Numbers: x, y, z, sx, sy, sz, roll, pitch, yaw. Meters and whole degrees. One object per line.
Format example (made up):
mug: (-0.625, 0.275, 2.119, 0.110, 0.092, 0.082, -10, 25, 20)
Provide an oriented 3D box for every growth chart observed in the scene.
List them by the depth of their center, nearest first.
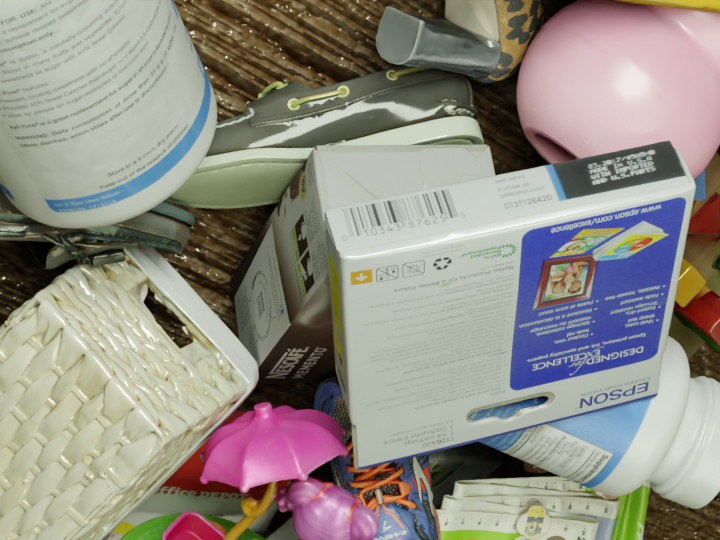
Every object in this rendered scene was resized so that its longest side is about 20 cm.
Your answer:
growth chart: (0.117, 0.208, 1.312, 0.199, 0.018, 0.145, -5, 109, -14)

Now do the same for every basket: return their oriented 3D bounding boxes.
basket: (-0.185, 0.094, 1.131, 0.200, 0.136, 0.123, -44, 176, 25)

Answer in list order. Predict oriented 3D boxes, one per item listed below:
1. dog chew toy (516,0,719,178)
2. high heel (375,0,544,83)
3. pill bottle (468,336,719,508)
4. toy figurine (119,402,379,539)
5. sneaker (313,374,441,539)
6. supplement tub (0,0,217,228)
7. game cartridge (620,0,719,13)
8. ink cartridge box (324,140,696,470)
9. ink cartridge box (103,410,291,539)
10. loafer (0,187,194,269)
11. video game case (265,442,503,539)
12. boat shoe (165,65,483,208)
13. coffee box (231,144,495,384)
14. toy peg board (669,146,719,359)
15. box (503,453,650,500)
dog chew toy: (0.182, -0.136, 1.045, 0.200, 0.124, 0.125, -49, 135, -6)
high heel: (0.092, -0.200, 1.024, 0.142, 0.071, 0.201, -3, 126, -56)
pill bottle: (0.142, 0.077, 1.165, 0.199, 0.112, 0.112, 23, 128, -8)
toy figurine: (-0.050, 0.174, 1.154, 0.200, 0.150, 0.184, 34, 129, 10)
sneaker: (0.019, 0.149, 1.201, 0.075, 0.079, 0.201, -15, 121, 5)
supplement tub: (-0.163, -0.129, 0.938, 0.131, 0.132, 0.200, -19, 138, 2)
game cartridge: (0.137, -0.229, 0.941, 0.199, 0.032, 0.177, 4, 97, -24)
ink cartridge box: (0.082, 0.022, 1.032, 0.197, 0.047, 0.200, -13, 144, -9)
ink cartridge box: (-0.127, 0.160, 1.301, 0.116, 0.067, 0.200, 7, 133, -26)
loafer: (-0.197, -0.029, 1.067, 0.199, 0.063, 0.072, 14, 174, -23)
video game case: (-0.006, 0.193, 1.351, 0.200, 0.023, 0.182, -41, 157, 19)
boat shoe: (-0.030, -0.083, 1.086, 0.200, 0.061, 0.072, -9, 162, -2)
coffee box: (0.000, 0.000, 1.116, 0.113, 0.080, 0.200, -2, 158, -20)
toy peg board: (0.245, -0.041, 1.145, 0.200, 0.098, 0.199, -48, 133, 2)
box: (0.153, 0.091, 1.311, 0.100, 0.075, 0.200, -14, 135, -6)
